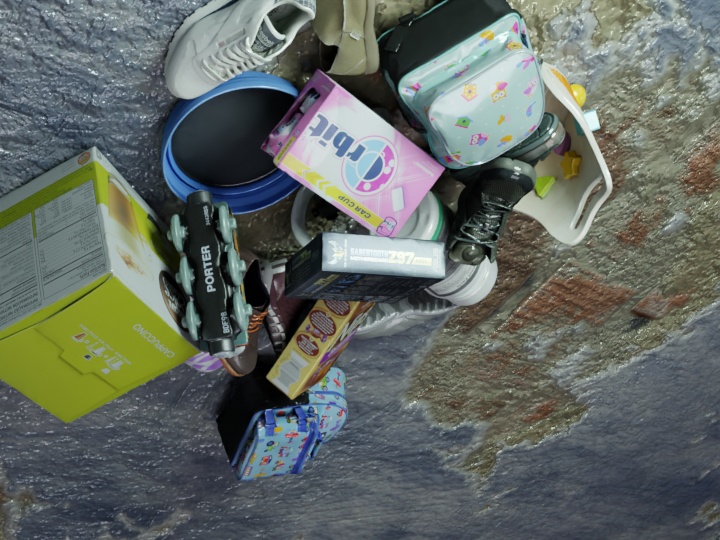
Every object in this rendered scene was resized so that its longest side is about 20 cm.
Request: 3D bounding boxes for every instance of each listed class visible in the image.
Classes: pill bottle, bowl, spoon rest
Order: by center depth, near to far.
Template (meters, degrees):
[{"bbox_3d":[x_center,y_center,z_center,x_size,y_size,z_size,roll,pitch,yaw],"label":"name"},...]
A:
[{"bbox_3d":[-0.144,-0.153,1.243,0.198,0.040,0.202,-14,141,-11],"label":"bowl"},{"bbox_3d":[-0.027,-0.121,1.303,0.201,0.060,0.099,-56,159,7],"label":"spoon rest"},{"bbox_3d":[0.107,-0.030,1.455,0.113,0.114,0.200,-36,141,16],"label":"pill bottle"}]

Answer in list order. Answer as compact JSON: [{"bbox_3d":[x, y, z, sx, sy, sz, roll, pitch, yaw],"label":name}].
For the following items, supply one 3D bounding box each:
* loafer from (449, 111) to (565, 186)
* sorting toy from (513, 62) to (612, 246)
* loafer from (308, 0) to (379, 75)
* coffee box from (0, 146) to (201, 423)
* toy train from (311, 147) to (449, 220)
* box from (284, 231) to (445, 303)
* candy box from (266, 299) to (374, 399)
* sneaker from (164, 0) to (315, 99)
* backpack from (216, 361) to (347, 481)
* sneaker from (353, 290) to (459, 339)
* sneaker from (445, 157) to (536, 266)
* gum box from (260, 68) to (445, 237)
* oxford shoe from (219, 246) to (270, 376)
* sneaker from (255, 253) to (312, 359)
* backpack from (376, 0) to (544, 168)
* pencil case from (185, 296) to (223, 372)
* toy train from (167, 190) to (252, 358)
[{"bbox_3d":[0.199,-0.148,1.338,0.063,0.072,0.199,40,152,-21],"label":"loafer"},{"bbox_3d":[0.264,-0.135,1.356,0.105,0.181,0.201,-1,138,-25],"label":"sorting toy"},{"bbox_3d":[-0.023,-0.283,1.122,0.067,0.076,0.201,-25,142,-8],"label":"loafer"},{"bbox_3d":[-0.332,0.022,1.219,0.198,0.199,0.200,-26,142,8],"label":"coffee box"},{"bbox_3d":[0.025,-0.118,1.366,0.198,0.046,0.034,-23,128,-2],"label":"toy train"},{"bbox_3d":[0.000,0.000,1.289,0.155,0.052,0.200,3,168,-16],"label":"box"},{"bbox_3d":[-0.044,0.081,1.479,0.201,0.056,0.117,-57,168,17],"label":"candy box"},{"bbox_3d":[-0.132,-0.246,1.107,0.199,0.081,0.076,-37,142,20],"label":"sneaker"},{"bbox_3d":[-0.108,0.237,1.644,0.198,0.135,0.183,0,137,-31],"label":"backpack"},{"bbox_3d":[0.066,0.054,1.582,0.197,0.076,0.082,-13,156,-3],"label":"sneaker"},{"bbox_3d":[0.164,-0.069,1.311,0.075,0.116,0.199,17,162,-9],"label":"sneaker"},{"bbox_3d":[-0.010,-0.135,1.217,0.199,0.066,0.114,32,99,-34],"label":"gum box"},{"bbox_3d":[-0.159,0.062,1.396,0.071,0.072,0.202,-36,132,-43],"label":"oxford shoe"},{"bbox_3d":[-0.085,0.051,1.485,0.114,0.076,0.201,-19,141,-10],"label":"sneaker"},{"bbox_3d":[0.133,-0.216,1.224,0.175,0.154,0.200,-32,149,4],"label":"backpack"},{"bbox_3d":[-0.250,0.065,1.409,0.083,0.086,0.200,-15,145,17],"label":"pencil case"},{"bbox_3d":[-0.174,0.008,1.238,0.084,0.203,0.114,-12,169,2],"label":"toy train"}]
